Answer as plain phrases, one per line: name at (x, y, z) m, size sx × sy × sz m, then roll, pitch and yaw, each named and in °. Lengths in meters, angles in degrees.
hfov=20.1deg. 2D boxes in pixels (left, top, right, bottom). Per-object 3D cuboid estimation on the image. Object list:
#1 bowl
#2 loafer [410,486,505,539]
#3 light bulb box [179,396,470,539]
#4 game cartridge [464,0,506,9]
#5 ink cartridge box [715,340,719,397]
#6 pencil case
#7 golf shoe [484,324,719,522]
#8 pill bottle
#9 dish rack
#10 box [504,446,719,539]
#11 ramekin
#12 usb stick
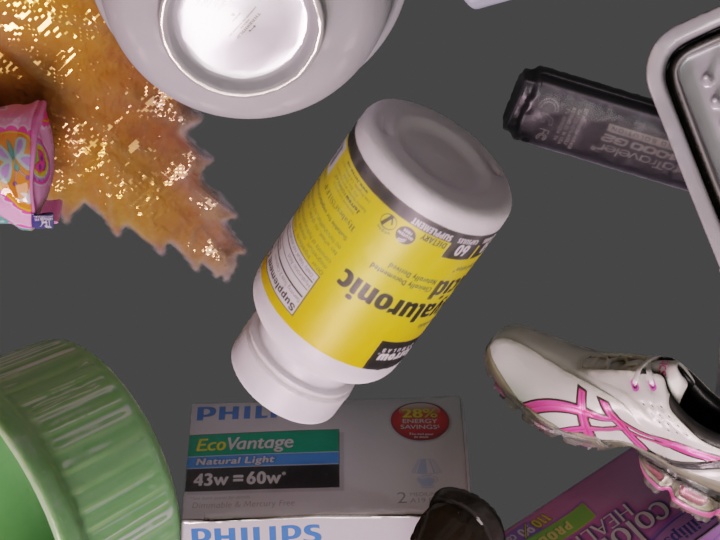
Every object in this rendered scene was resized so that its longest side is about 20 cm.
bowl at (-0.067, -0.164, 1.187) m, size 0.199 × 0.091 × 0.203 m, roll 0°, pitch 124°, yaw -1°
loafer at (0.055, 0.235, 1.310) m, size 0.073 × 0.071 × 0.202 m, roll 14°, pitch 126°, yaw 38°
light bulb box at (-0.021, 0.205, 1.417) m, size 0.196 × 0.125 × 0.201 m, roll -2°, pitch 125°, yaw 0°
game cartridge at (0.084, -0.249, 1.163) m, size 0.132 × 0.041 × 0.201 m, roll -12°, pitch 123°, yaw 13°
ink cartridge box at (0.278, 0.128, 1.367) m, size 0.042 × 0.120 × 0.202 m, roll -10°, pitch 125°, yaw -16°
pencil case at (-0.286, -0.065, 1.259) m, size 0.198 × 0.088 × 0.088 m, roll 2°, pitch 125°, yaw -3°
golf shoe at (0.179, 0.080, 1.344) m, size 0.199 × 0.073 × 0.093 m, roll 28°, pitch 127°, yaw 7°
pill bottle at (0.000, 0.000, 1.286) m, size 0.111 × 0.112 × 0.201 m, roll 26°, pitch 121°, yaw -17°
dish rack at (0.280, -0.076, 1.228) m, size 0.170 × 0.044 × 0.202 m, roll -22°, pitch 88°, yaw 12°
box at (0.166, 0.252, 1.406) m, size 0.175 × 0.096 × 0.201 m, roll -28°, pitch 134°, yaw -33°
ramekin at (-0.205, 0.144, 1.336) m, size 0.097 × 0.200 × 0.201 m, roll -25°, pitch 133°, yaw -33°
usb stick at (0.188, -0.081, 1.279) m, size 0.198 × 0.033 × 0.056 m, roll 15°, pitch 130°, yaw -10°
